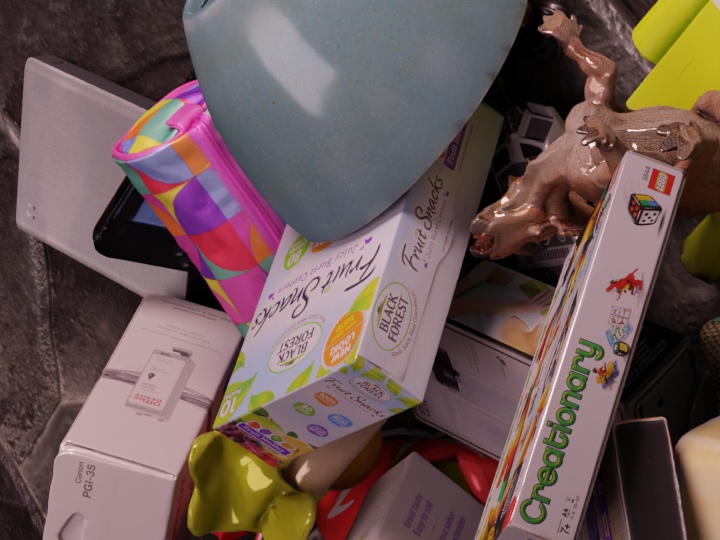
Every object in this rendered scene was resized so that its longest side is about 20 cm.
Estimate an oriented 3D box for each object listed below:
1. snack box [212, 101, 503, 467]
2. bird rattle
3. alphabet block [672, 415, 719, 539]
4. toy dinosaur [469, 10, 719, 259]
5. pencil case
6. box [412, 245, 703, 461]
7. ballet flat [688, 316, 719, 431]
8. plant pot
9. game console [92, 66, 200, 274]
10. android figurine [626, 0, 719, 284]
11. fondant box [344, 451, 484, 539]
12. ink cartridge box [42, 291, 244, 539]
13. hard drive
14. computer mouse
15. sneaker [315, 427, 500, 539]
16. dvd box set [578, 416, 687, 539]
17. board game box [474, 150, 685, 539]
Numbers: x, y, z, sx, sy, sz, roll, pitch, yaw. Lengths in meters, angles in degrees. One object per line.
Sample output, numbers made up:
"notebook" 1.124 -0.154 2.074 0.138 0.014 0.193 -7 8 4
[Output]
"snack box" 0.000 0.000 1.044 0.053 0.201 0.142 33 144 -22
"bird rattle" -0.029 0.130 1.153 0.113 0.200 0.163 44 87 10
"alphabet block" 0.285 0.158 0.872 0.199 0.195 0.198 6 108 42
"toy dinosaur" 0.155 -0.054 0.960 0.198 0.086 0.136 8 148 21
"pencil case" -0.069 -0.022 1.147 0.088 0.089 0.201 -14 122 44
"box" 0.107 0.065 1.068 0.199 0.060 0.117 24 145 43
"ballet flat" 0.219 0.114 1.000 0.075 0.068 0.202 2 114 37
"plant pot" -0.021 -0.136 1.032 0.134 0.201 0.200 37 138 -21
"game console" -0.061 -0.025 1.207 0.200 0.171 0.120 -51 40 39
"android figurine" 0.219 -0.087 0.970 0.183 0.041 0.200 54 135 19
"fondant box" 0.070 0.225 1.077 0.199 0.145 0.058 38 132 -7
"ink cartridge box" -0.148 0.132 1.260 0.082 0.201 0.148 15 121 3
"hard drive" -0.180 -0.065 1.362 0.199 0.033 0.141 26 118 36
"computer mouse" 0.109 -0.062 1.075 0.109 0.044 0.202 -6 103 59
"sneaker" 0.029 0.142 1.186 0.199 0.084 0.078 -25 84 44
"dvd box set" 0.130 0.162 0.919 0.200 0.029 0.148 105 158 -75
"board game box" 0.102 0.057 0.889 0.034 0.202 0.127 20 154 1
